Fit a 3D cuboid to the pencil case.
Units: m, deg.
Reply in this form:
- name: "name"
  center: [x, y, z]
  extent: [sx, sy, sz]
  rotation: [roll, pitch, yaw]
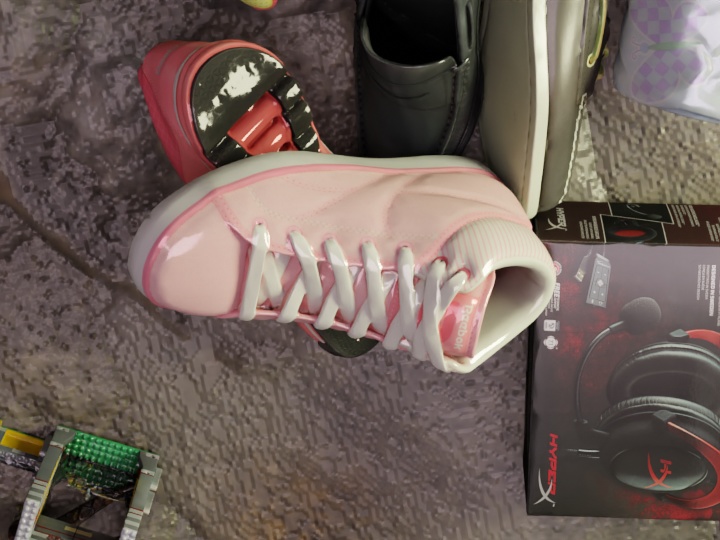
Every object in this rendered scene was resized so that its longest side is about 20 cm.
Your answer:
- name: "pencil case"
  center: [0.177, -0.167, 1.119]
  extent: [0.091, 0.083, 0.200]
  rotation: [12, 108, 12]

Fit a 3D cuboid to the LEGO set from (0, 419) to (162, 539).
- name: "LEGO set"
  center: [-0.194, 0.148, 1.218]
  extent: [0.200, 0.116, 0.154]
  rotation: [25, 107, -6]

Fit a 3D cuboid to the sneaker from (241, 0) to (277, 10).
- name: "sneaker"
  center: [-0.004, -0.200, 1.128]
  extent: [0.200, 0.078, 0.090]
  rotation: [-35, 113, 17]

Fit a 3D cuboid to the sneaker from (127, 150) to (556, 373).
- name: "sneaker"
  center: [0.000, 0.000, 1.100]
  extent: [0.200, 0.105, 0.075]
  rotation: [-7, 128, -27]

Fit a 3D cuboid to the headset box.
- name: "headset box"
  center: [0.183, 0.046, 1.194]
  extent: [0.200, 0.075, 0.149]
  rotation: [2, 108, 1]

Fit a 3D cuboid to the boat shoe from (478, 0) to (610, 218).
- name: "boat shoe"
  center: [0.093, -0.120, 1.145]
  extent: [0.061, 0.072, 0.201]
  rotation: [-12, 117, -21]

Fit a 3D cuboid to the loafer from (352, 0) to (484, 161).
- name: "loafer"
  center: [0.023, -0.111, 1.125]
  extent: [0.068, 0.070, 0.201]
  rotation: [24, 133, 17]

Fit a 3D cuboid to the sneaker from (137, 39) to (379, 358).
- name: "sneaker"
  center: [-0.043, -0.042, 1.184]
  extent: [0.074, 0.087, 0.200]
  rotation: [-44, 125, -17]
